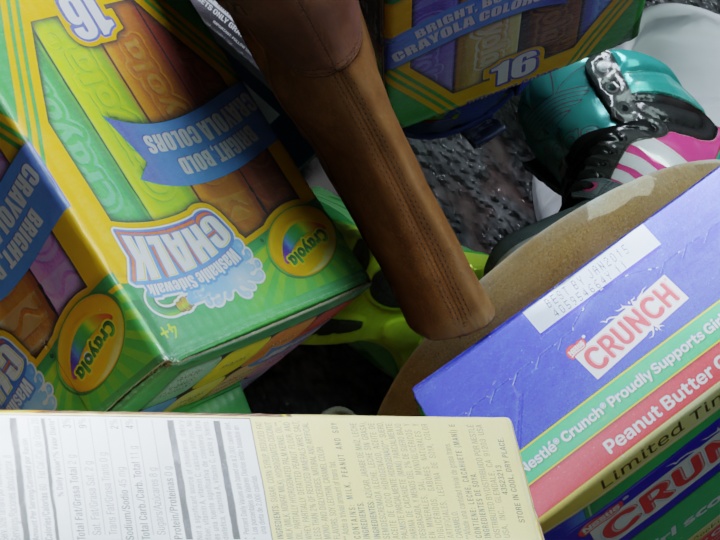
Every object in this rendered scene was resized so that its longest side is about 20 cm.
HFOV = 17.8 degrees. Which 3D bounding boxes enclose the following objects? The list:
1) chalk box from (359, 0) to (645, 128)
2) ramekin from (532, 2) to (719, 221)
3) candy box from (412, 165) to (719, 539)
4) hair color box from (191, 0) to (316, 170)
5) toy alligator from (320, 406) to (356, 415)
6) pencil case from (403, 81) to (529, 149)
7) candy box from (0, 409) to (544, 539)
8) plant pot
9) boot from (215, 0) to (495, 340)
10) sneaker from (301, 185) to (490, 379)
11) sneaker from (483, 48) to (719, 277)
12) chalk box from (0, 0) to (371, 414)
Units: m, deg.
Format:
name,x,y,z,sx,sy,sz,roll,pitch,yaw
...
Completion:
name,x,y,z,sx,sy,sz,roll,pitch,yaw
chalk box,0.040,-0.164,0.890,0.123,0.200,0.125,-21,70,-9
ramekin,0.177,-0.031,1.186,0.202,0.094,0.203,27,43,-28
candy box,0.117,0.060,0.907,0.077,0.169,0.200,52,-6,26
hair color box,-0.038,-0.129,1.076,0.100,0.060,0.200,41,37,-13
toy alligator,-0.017,0.108,0.898,0.059,0.054,0.200,40,38,-14
pencil case,0.017,-0.155,1.036,0.087,0.078,0.200,-15,70,-21
candy box,-0.054,0.099,0.768,0.199,0.116,0.055,1,53,-22
plant pot,0.095,0.034,0.955,0.200,0.200,0.028,-5,50,-48
boot,-0.014,-0.085,0.880,0.200,0.068,0.188,60,-6,-22
sneaker,0.000,0.000,0.985,0.200,0.074,0.084,24,14,-50
sneaker,0.101,-0.040,1.011,0.200,0.084,0.121,-10,53,-47
chalk box,-0.093,0.004,0.850,0.200,0.124,0.125,56,37,8
